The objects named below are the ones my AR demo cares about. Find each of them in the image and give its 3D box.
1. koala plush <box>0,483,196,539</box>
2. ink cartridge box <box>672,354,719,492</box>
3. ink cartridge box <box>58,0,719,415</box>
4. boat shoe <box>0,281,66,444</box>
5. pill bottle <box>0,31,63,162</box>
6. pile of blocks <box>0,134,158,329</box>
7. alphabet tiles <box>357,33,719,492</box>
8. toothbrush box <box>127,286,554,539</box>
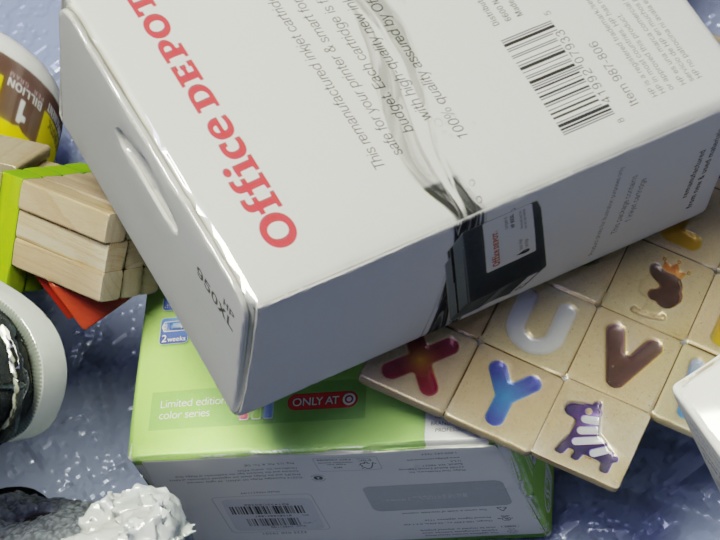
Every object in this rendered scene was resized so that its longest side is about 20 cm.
[{"bbox_3d":[-0.138,0.145,0.991,0.200,0.177,0.184,-15,52,-2],"label":"koala plush"},{"bbox_3d":[0.188,0.109,0.882,0.084,0.200,0.145,-33,55,0],"label":"ink cartridge box"},{"bbox_3d":[0.011,-0.059,0.987,0.200,0.084,0.145,-23,64,-19],"label":"ink cartridge box"},{"bbox_3d":[-0.195,0.010,0.975,0.200,0.060,0.076,16,104,31],"label":"boat shoe"},{"bbox_3d":[-0.192,0.001,1.130,0.109,0.109,0.200,1,61,19],"label":"pill bottle"},{"bbox_3d":[-0.160,-0.017,1.058,0.200,0.082,0.062,14,105,10],"label":"pile of blocks"},{"bbox_3d":[0.084,-0.019,1.025,0.166,0.006,0.200,24,60,8],"label":"alphabet tiles"},{"bbox_3d":[0.000,0.000,1.080,0.146,0.086,0.200,-4,60,13],"label":"toothbrush box"}]
